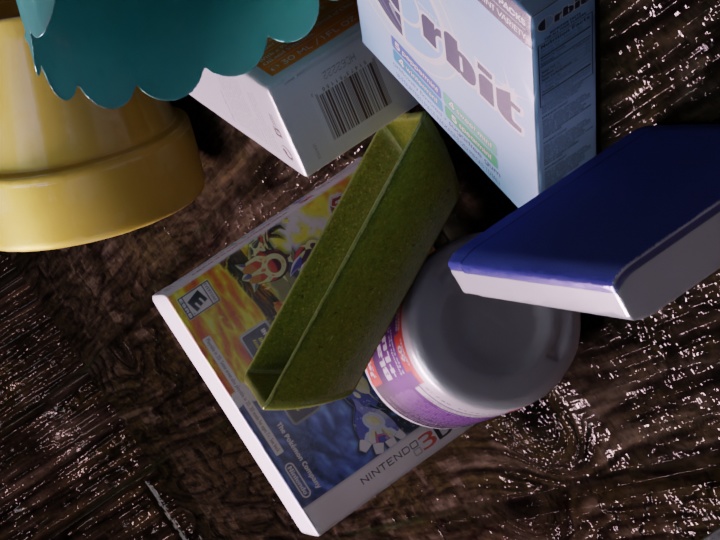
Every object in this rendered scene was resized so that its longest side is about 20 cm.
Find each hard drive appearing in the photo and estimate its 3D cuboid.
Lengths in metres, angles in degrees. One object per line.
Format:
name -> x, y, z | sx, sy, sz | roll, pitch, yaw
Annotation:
hard drive -> 0.132, -0.027, 1.171 | 0.025, 0.132, 0.200 | 59, 166, -12

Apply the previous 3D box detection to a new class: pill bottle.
pill bottle -> 0.062, 0.043, 1.604 | 0.111, 0.111, 0.200 | 56, 166, 0

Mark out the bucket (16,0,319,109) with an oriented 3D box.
bucket -> -0.113, -0.203, 1.433 | 0.207, 0.207, 0.135 | 93, 156, -68

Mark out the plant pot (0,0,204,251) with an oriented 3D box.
plant pot -> -0.247, -0.137, 2.094 | 0.201, 0.201, 0.189 | 25, 131, 64

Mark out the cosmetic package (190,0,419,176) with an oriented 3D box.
cosmetic package -> -0.053, -0.144, 1.586 | 0.200, 0.101, 0.071 | 36, 155, 52

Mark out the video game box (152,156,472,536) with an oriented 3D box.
video game box -> -0.014, 0.051, 1.730 | 0.200, 0.182, 0.047 | 57, 162, -9

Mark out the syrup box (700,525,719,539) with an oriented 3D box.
syrup box -> 0.256, 0.181, 1.339 | 0.081, 0.079, 0.200 | 60, 165, -14

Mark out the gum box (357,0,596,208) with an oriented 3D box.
gum box -> 0.058, -0.139, 1.346 | 0.170, 0.045, 0.200 | 49, 164, 27

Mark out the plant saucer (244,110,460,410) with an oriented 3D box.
plant saucer -> 0.000, 0.000, 1.558 | 0.048, 0.200, 0.200 | 29, 180, -7
